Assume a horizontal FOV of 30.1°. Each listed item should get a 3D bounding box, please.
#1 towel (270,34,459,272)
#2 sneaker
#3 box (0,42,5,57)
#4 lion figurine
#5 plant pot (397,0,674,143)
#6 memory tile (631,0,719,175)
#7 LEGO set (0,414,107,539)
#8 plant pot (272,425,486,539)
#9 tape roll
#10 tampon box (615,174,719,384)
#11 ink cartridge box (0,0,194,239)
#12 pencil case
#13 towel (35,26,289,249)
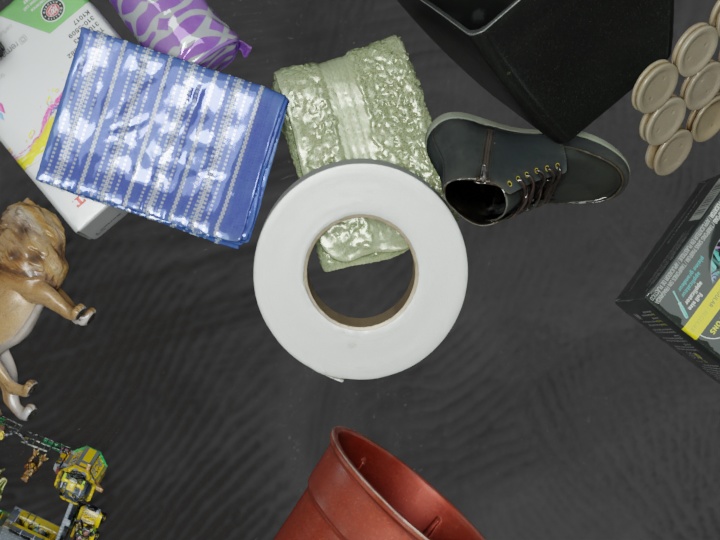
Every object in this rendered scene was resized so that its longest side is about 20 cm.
[{"bbox_3d":[0.006,-0.110,1.261,0.146,0.036,0.203,-17,87,-3],"label":"towel"},{"bbox_3d":[0.156,-0.075,1.211,0.197,0.107,0.075,8,128,-10],"label":"sneaker"},{"bbox_3d":[-0.437,-0.195,1.198,0.199,0.050,0.199,-40,49,-4],"label":"box"},{"bbox_3d":[-0.321,0.044,1.230,0.122,0.072,0.201,34,91,8],"label":"lion figurine"},{"bbox_3d":[0.163,-0.236,1.180,0.199,0.200,0.178,-39,128,-3],"label":"plant pot"},{"bbox_3d":[0.328,-0.188,1.224,0.200,0.154,0.017,-43,54,-5],"label":"memory tile"},{"bbox_3d":[-0.329,0.208,1.178,0.198,0.116,0.155,31,112,-5],"label":"LEGO set"},{"bbox_3d":[-0.007,0.277,1.173,0.200,0.201,0.196,39,95,1],"label":"plant pot"},{"bbox_3d":[0.000,0.000,1.230,0.199,0.037,0.206,0,103,-1],"label":"tape roll"},{"bbox_3d":[0.363,0.029,1.215,0.199,0.126,0.151,37,88,1],"label":"tampon box"},{"bbox_3d":[-0.262,-0.151,1.233,0.144,0.084,0.201,-40,89,-3],"label":"ink cartridge box"},{"bbox_3d":[-0.192,-0.265,1.246,0.085,0.084,0.201,-33,89,-26],"label":"pencil case"},{"bbox_3d":[-0.173,-0.116,1.182,0.197,0.024,0.147,18,87,-4],"label":"towel"}]
